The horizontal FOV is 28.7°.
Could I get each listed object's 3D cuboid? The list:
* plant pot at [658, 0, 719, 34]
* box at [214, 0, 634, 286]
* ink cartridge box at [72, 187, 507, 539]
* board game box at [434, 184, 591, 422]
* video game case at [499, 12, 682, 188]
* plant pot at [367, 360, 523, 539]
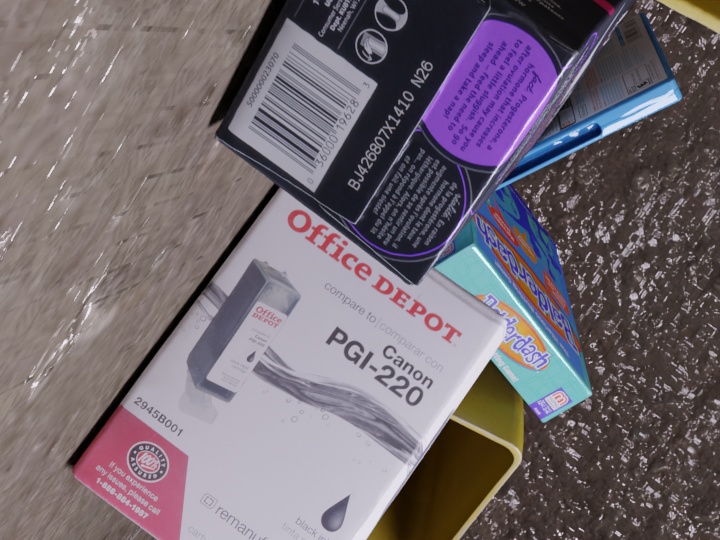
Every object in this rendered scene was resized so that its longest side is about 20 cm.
[{"bbox_3d":[0.204,-0.260,0.684,0.201,0.193,0.196,-61,178,-29],"label":"plant pot"},{"bbox_3d":[0.041,-0.100,0.612,0.123,0.106,0.200,-56,175,29],"label":"box"},{"bbox_3d":[-0.035,0.072,0.756,0.201,0.145,0.085,-54,173,-12],"label":"ink cartridge box"},{"bbox_3d":[0.098,-0.009,1.017,0.045,0.152,0.201,-31,-152,18],"label":"board game box"},{"bbox_3d":[0.110,-0.099,0.939,0.199,0.018,0.143,-26,-157,15],"label":"video game case"},{"bbox_3d":[0.009,0.087,1.055,0.201,0.199,0.177,-60,-175,42],"label":"plant pot"}]
